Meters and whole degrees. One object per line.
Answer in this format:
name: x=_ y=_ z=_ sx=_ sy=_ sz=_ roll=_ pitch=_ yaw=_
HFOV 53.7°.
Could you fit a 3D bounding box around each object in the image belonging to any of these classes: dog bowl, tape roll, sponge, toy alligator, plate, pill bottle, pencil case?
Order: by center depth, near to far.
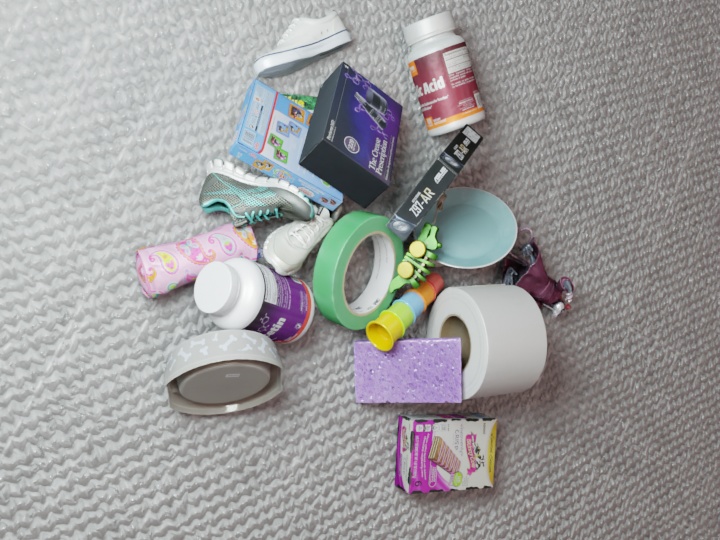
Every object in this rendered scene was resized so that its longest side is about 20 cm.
dog bowl: x=-0.213 y=0.159 z=1.114 sx=0.196 sy=0.201 sz=0.060 roll=2 pitch=56 yaw=-27
pill bottle: x=-0.167 y=0.048 z=1.129 sx=0.199 sy=0.111 sz=0.115 roll=23 pitch=80 yaw=-55
pencil case: x=-0.258 y=-0.018 z=1.138 sx=0.197 sy=0.087 sz=0.089 roll=-18 pitch=99 yaw=-26
tape roll: x=0.000 y=0.000 z=1.239 sx=0.199 sy=0.048 sz=0.205 roll=-25 pitch=124 yaw=-45
toy alligator: x=0.118 y=-0.037 z=1.259 sx=0.054 sy=0.059 sz=0.202 roll=32 pitch=96 yaw=11
sponge: x=0.086 y=0.180 z=1.283 sx=0.195 sy=0.030 sz=0.114 roll=-2 pitch=92 yaw=12
pill bottle: x=0.152 y=-0.363 z=1.321 sx=0.113 sy=0.114 sz=0.204 roll=-23 pitch=101 yaw=-24
tape roll: x=0.230 y=0.131 z=1.325 sx=0.136 sy=0.202 sz=0.208 roll=-3 pitch=93 yaw=-26
plate: x=0.195 y=-0.077 z=1.336 sx=0.199 sy=0.200 sz=0.026 roll=-34 pitch=147 yaw=-21

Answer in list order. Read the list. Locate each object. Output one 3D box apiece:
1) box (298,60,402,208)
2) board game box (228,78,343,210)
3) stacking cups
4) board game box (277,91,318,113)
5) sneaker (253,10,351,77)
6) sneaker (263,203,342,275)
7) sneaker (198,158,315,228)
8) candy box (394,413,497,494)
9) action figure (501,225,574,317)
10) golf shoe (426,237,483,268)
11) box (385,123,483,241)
box: x=-0.012 y=-0.228 z=1.190 sx=0.140 sy=0.079 sz=0.203 roll=29 pitch=48 yaw=-22
board game box: x=-0.109 y=-0.207 z=1.174 sx=0.197 sy=0.036 sz=0.154 roll=27 pitch=50 yaw=-24
stacking cups: x=0.091 y=0.072 z=1.305 sx=0.199 sy=0.060 sz=0.061 roll=-36 pitch=108 yaw=-42
board game box: x=-0.063 y=-0.253 z=1.265 sx=0.196 sy=0.023 sz=0.107 roll=1 pitch=92 yaw=-27
sneaker: x=-0.107 y=-0.390 z=1.220 sx=0.198 sy=0.073 sz=0.072 roll=-32 pitch=96 yaw=-32
sneaker: x=-0.092 y=-0.065 z=1.176 sx=0.075 sy=0.081 sz=0.200 roll=44 pitch=39 yaw=-6
sneaker: x=-0.170 y=-0.103 z=1.139 sx=0.196 sy=0.078 sz=0.093 roll=18 pitch=70 yaw=11
candy box: x=0.167 y=0.351 z=1.376 sx=0.196 sy=0.061 sz=0.140 roll=4 pitch=89 yaw=-27
action figure: x=0.363 y=0.033 z=1.467 sx=0.199 sy=0.133 sz=0.151 roll=32 pitch=34 yaw=-36
golf shoe: x=0.196 y=-0.050 z=1.367 sx=0.196 sy=0.088 sz=0.079 roll=-11 pitch=98 yaw=-25
box: x=0.133 y=-0.157 z=1.245 sx=0.043 sy=0.161 sz=0.200 roll=38 pitch=35 yaw=0
